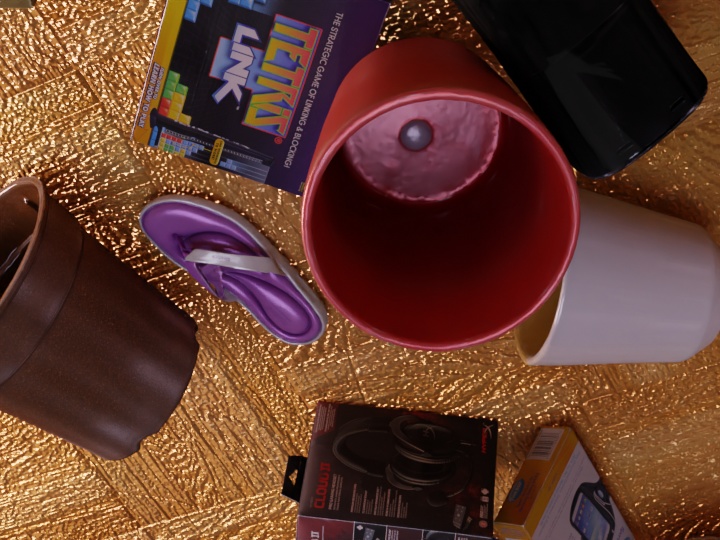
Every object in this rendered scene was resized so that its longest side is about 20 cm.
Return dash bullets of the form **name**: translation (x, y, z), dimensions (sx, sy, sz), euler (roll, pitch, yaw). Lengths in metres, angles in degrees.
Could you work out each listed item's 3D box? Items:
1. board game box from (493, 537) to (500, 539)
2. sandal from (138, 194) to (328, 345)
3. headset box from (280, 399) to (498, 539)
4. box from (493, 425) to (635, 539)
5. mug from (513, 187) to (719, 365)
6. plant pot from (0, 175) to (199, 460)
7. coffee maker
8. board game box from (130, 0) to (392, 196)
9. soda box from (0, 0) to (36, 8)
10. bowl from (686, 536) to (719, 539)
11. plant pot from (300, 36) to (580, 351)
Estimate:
- **board game box**: translation (0.095, 0.332, 1.565), dimensions (0.198, 0.045, 0.135), euler (22, 116, -10)
- **sandal**: translation (-0.108, 0.004, 1.342), dimensions (0.202, 0.050, 0.082), euler (36, 125, -20)
- **headset box**: translation (0.026, 0.207, 1.424), dimensions (0.197, 0.150, 0.078), euler (7, 130, 3)
- **box**: translation (0.205, 0.260, 1.460), dimensions (0.041, 0.120, 0.201), euler (0, 134, 39)
- **mug**: translation (0.215, 0.008, 1.269), dimensions (0.151, 0.187, 0.152), euler (7, 98, -9)
- **plant pot**: translation (-0.261, 0.056, 1.326), dimensions (0.199, 0.202, 0.198), euler (-34, 125, 30)
- **coffee maker**: translation (0.144, -0.167, 1.076), dimensions (0.134, 0.193, 0.200), euler (-28, 121, 26)
- **board game box**: translation (-0.079, -0.167, 1.196), dimensions (0.163, 0.057, 0.201), euler (18, 129, -5)
- **soda box**: translation (-0.343, -0.246, 1.164), dimensions (0.197, 0.064, 0.068), euler (3, 130, 6)
- **bowl**: translation (0.346, 0.329, 1.509), dimensions (0.198, 0.095, 0.203), euler (1, 129, 1)
- **plant pot**: translation (0.050, -0.072, 1.105), dimensions (0.197, 0.178, 0.203), euler (-2, 119, -3)
